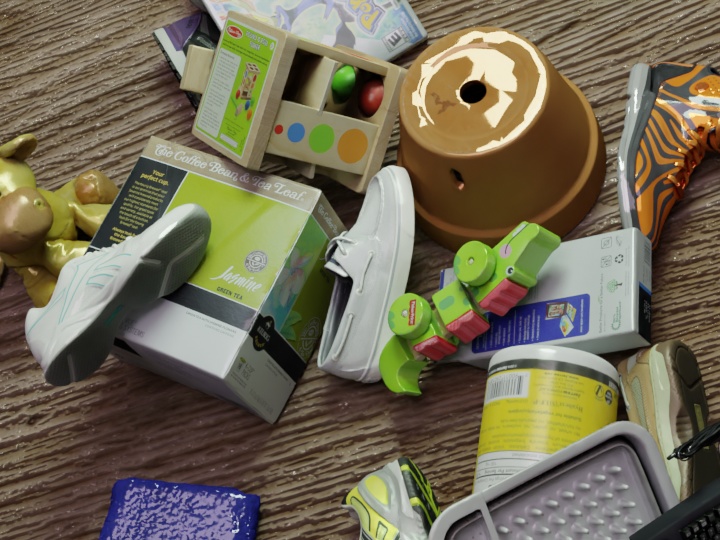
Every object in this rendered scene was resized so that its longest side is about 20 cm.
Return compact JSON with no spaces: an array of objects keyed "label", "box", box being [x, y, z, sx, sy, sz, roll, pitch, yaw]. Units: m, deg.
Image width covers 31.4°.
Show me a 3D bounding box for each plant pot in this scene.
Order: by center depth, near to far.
[{"label":"plant pot","box":[0.119,-0.129,1.180,0.199,0.140,0.201,-7,63,15]}]

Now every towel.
[{"label":"towel","box":[-0.171,0.289,1.134,0.147,0.050,0.201,4,66,13]}]

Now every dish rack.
[{"label":"dish rack","box":[0.151,0.220,0.950,0.200,0.044,0.172,-24,94,-18]}]

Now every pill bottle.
[{"label":"pill bottle","box":[0.147,0.171,1.041,0.111,0.111,0.201,3,68,20]}]

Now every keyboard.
[{"label":"keyboard","box":[0.287,0.167,0.970,0.200,0.021,0.127,-26,96,-23]}]

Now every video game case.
[{"label":"video game case","box":[-0.058,-0.278,1.326,0.182,0.022,0.200,-32,89,1]}]

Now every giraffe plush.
[{"label":"giraffe plush","box":[-0.334,-0.055,1.285,0.200,0.162,0.173,21,74,26]}]

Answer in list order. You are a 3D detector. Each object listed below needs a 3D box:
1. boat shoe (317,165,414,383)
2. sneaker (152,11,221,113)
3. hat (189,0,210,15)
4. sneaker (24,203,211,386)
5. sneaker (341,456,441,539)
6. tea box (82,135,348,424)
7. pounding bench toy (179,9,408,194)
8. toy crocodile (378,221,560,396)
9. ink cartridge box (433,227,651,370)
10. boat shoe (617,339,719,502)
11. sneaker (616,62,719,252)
[{"label":"boat shoe","box":[0.000,0.000,1.169,0.068,0.072,0.201,10,92,-20]},{"label":"sneaker","box":[-0.145,-0.206,1.349,0.087,0.076,0.200,-29,59,-4]},{"label":"hat","box":[-0.106,-0.356,1.404,0.200,0.081,0.201,-4,78,19]},{"label":"sneaker","box":[-0.218,0.006,1.117,0.200,0.070,0.080,-43,57,-1]},{"label":"sneaker","box":[0.040,0.257,1.066,0.076,0.075,0.200,-27,49,14]},{"label":"tea box","box":[-0.139,0.007,1.206,0.200,0.134,0.197,20,74,26]},{"label":"pounding bench toy","box":[-0.069,-0.169,1.242,0.200,0.156,0.125,33,109,53]},{"label":"toy crocodile","box":[0.092,0.032,1.110,0.200,0.067,0.062,-40,50,19]},{"label":"ink cartridge box","box":[0.159,0.030,1.127,0.200,0.039,0.100,-11,61,35]},{"label":"boat shoe","box":[0.250,0.161,1.045,0.076,0.072,0.201,-23,58,38]},{"label":"sneaker","box":[0.292,-0.106,1.145,0.112,0.078,0.201,2,66,21]}]
